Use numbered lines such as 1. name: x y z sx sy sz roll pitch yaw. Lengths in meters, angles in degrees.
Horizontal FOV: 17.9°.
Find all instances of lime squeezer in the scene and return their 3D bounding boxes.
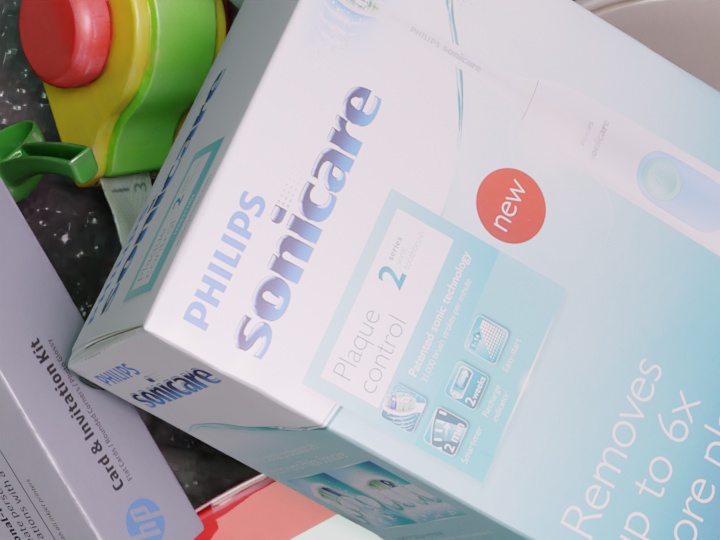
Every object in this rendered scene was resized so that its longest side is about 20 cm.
1. lime squeezer: -0.148 -0.059 0.789 0.038 0.071 0.200 -49 55 -5

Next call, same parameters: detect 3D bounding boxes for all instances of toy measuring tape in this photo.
1. toy measuring tape: -0.068 -0.050 0.775 0.073 0.074 0.200 -19 80 1

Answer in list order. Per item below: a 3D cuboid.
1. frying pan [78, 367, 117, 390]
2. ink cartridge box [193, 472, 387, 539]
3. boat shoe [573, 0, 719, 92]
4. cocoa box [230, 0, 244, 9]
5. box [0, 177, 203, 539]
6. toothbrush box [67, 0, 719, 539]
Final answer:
1. frying pan: 0.013 0.011 0.704 0.115 0.031 0.190 45 64 -1
2. ink cartridge box: -0.003 0.120 0.741 0.067 0.116 0.200 -28 84 0
3. boat shoe: 0.066 -0.081 0.765 0.199 0.067 0.057 -10 46 14
4. cocoa box: 0.015 -0.189 0.714 0.133 0.131 0.200 39 71 -29
5. box: -0.161 0.042 0.713 0.200 0.041 0.156 -17 107 43
6. toothbrush box: 0.040 0.006 0.655 0.200 0.085 0.147 30 71 -14
